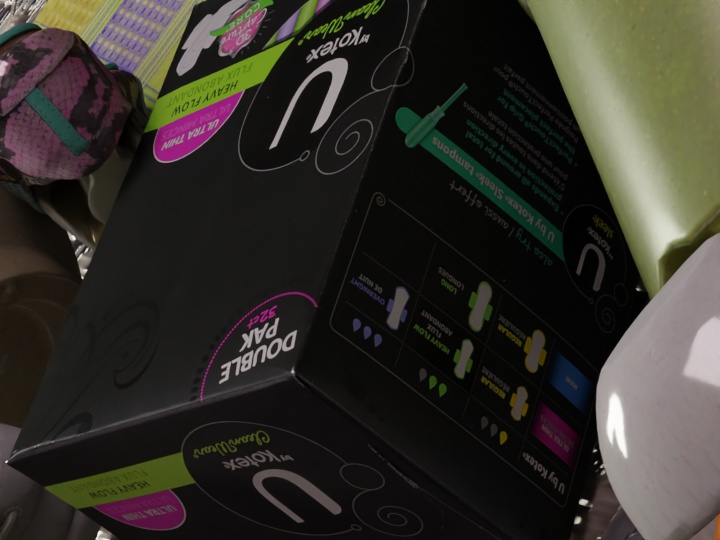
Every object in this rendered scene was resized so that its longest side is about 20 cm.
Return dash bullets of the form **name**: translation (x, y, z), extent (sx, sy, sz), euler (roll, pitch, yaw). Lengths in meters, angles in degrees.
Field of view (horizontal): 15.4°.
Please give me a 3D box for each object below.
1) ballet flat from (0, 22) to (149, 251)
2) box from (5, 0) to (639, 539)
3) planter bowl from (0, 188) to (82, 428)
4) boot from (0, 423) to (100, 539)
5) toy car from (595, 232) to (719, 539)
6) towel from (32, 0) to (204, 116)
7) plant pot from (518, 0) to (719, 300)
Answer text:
- **ballet flat**: translation (-0.104, -0.043, 0.991), extent (0.069, 0.071, 0.200), euler (-39, -3, -2)
- **box**: translation (0.000, 0.000, 0.884), extent (0.148, 0.124, 0.200), euler (-19, 42, 45)
- **planter bowl**: translation (-0.188, 0.028, 1.071), extent (0.135, 0.200, 0.200), euler (29, 79, 34)
- **boot**: translation (-0.154, 0.126, 1.003), extent (0.200, 0.095, 0.074), euler (121, 147, -47)
- **toy car**: translation (0.162, 0.031, 0.614), extent (0.200, 0.175, 0.150), euler (-49, -3, 3)
- **towel**: translation (-0.101, -0.101, 1.161), extent (0.144, 0.023, 0.200), euler (-54, 28, -5)
- **plant pot**: translation (0.129, -0.069, 0.752), extent (0.200, 0.200, 0.190), euler (-32, 46, 30)
